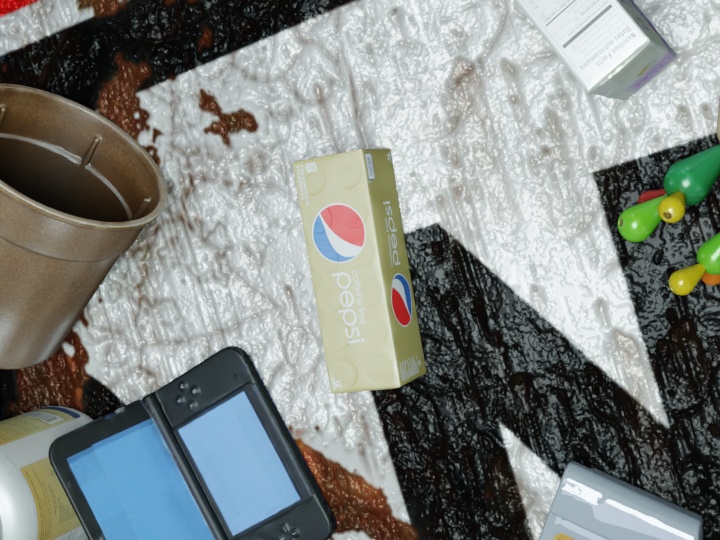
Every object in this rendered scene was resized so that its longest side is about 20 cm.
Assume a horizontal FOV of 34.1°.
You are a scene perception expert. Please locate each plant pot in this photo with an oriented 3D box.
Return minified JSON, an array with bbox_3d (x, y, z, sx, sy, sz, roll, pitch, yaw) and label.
[{"bbox_3d":[-0.306,-0.030,1.070,0.200,0.200,0.199,40,118,15],"label":"plant pot"}]

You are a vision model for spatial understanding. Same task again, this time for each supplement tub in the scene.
[{"bbox_3d":[-0.331,0.214,1.092,0.144,0.200,0.145,3,97,24],"label":"supplement tub"}]

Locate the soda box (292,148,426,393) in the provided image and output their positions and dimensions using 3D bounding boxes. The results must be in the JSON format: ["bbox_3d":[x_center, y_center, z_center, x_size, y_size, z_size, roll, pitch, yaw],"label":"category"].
[{"bbox_3d":[0.000,0.000,0.997,0.067,0.064,0.201,-8,92,24],"label":"soda box"}]

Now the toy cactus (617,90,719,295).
[{"bbox_3d":[0.292,-0.068,0.859,0.199,0.102,0.166,-7,74,27],"label":"toy cactus"}]

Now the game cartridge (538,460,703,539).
[{"bbox_3d":[0.198,0.272,0.957,0.133,0.041,0.201,23,105,24],"label":"game cartridge"}]

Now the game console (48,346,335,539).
[{"bbox_3d":[-0.150,0.197,1.057,0.170,0.118,0.201,-32,84,24],"label":"game console"}]

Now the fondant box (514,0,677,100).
[{"bbox_3d":[0.142,-0.221,0.865,0.058,0.144,0.200,-38,80,21],"label":"fondant box"}]
